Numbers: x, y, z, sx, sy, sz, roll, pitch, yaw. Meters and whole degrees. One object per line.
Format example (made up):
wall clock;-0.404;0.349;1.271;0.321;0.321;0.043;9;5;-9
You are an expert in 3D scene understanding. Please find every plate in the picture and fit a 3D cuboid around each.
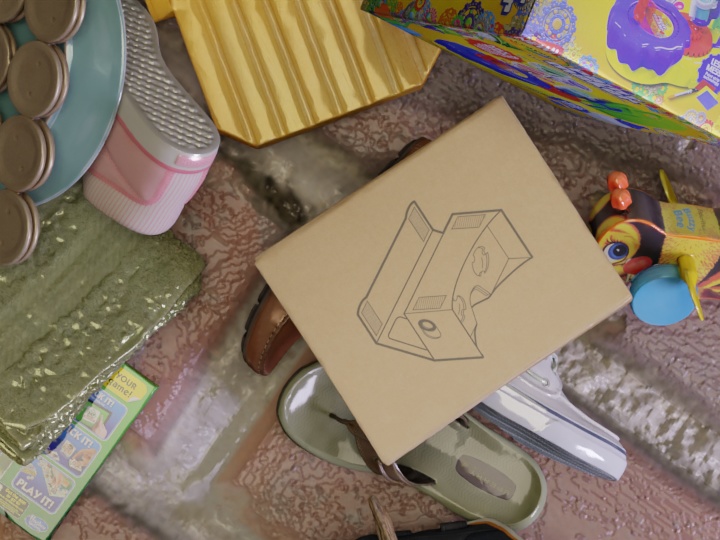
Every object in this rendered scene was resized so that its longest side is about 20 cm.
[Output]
plate;-0.235;-0.142;1.362;0.199;0.026;0.201;1;91;38

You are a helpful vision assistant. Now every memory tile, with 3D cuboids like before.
memory tile;-0.249;-0.116;1.347;0.153;0.017;0.201;22;104;36

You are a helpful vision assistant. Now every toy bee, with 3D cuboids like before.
toy bee;0.199;-0.015;1.380;0.199;0.109;0.131;-19;45;-16

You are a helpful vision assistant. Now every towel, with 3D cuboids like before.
towel;-0.216;0.021;1.386;0.148;0.036;0.200;42;67;2

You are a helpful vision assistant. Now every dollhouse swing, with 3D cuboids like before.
dollhouse swing;-0.051;-0.210;1.365;0.199;0.182;0.176;-20;69;-2

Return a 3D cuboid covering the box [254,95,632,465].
box;0.055;0.007;1.350;0.200;0.021;0.164;-33;85;1

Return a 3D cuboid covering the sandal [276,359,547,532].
sandal;0.040;0.117;1.407;0.200;0.057;0.080;24;88;-1

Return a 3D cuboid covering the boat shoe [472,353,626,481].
boat shoe;0.107;0.073;1.396;0.199;0.074;0.067;31;79;-13

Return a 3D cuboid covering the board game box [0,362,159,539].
board game box;-0.259;0.076;1.414;0.200;0.029;0.135;36;89;0

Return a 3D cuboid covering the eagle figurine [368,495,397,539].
eagle figurine;-0.028;0.268;1.341;0.200;0.152;0.151;-31;134;26

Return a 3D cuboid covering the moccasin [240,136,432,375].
moccasin;0.000;0.000;1.405;0.201;0.074;0.078;-42;78;-11

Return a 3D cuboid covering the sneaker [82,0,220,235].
sneaker;-0.170;-0.108;1.383;0.075;0.105;0.201;-8;49;-36

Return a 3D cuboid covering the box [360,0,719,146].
box;0.144;-0.178;1.312;0.199;0.192;0.123;22;89;-32

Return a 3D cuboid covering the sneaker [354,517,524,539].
sneaker;0.056;0.215;1.401;0.199;0.080;0.079;9;130;15
